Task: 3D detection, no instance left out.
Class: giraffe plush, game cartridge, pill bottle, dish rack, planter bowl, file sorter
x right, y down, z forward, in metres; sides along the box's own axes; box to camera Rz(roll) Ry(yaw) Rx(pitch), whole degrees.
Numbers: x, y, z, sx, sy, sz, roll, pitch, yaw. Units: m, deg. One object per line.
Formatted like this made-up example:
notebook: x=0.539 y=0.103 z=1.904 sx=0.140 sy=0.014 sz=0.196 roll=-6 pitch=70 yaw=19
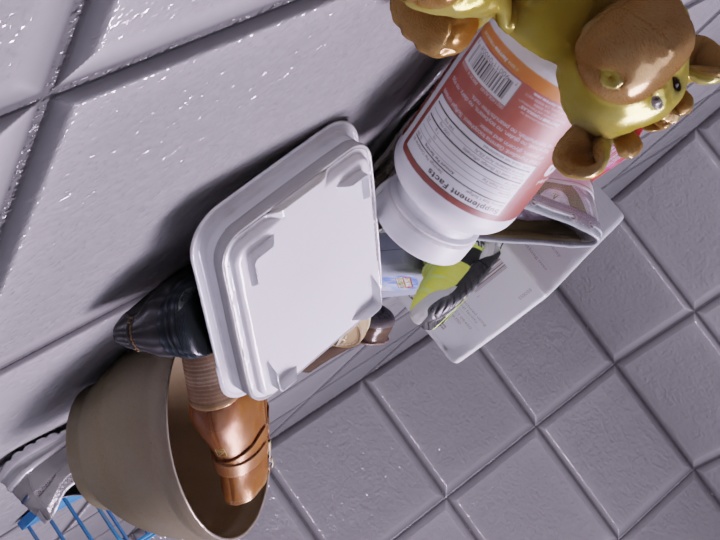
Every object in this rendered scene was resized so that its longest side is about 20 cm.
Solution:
giraffe plush: x=0.127 y=-0.146 z=0.713 sx=0.172 sy=0.162 sz=0.200 roll=-39 pitch=171 yaw=17
game cartridge: x=0.000 y=0.000 z=1.169 sx=0.133 sy=0.042 sz=0.200 roll=-2 pitch=171 yaw=5
pill bottle: x=0.096 y=-0.101 z=0.924 sx=0.112 sy=0.112 sz=0.200 roll=-26 pitch=157 yaw=-52
dish rack: x=-0.042 y=0.003 z=0.925 sx=0.172 sy=0.043 sz=0.200 roll=-38 pitch=143 yaw=-28
planter bowl: x=-0.187 y=0.156 z=1.131 sx=0.134 sy=0.201 sz=0.200 roll=-11 pitch=-179 yaw=19
file sorter: x=-0.322 y=0.309 z=1.596 sx=0.200 sy=0.123 sz=0.139 roll=-41 pitch=170 yaw=34

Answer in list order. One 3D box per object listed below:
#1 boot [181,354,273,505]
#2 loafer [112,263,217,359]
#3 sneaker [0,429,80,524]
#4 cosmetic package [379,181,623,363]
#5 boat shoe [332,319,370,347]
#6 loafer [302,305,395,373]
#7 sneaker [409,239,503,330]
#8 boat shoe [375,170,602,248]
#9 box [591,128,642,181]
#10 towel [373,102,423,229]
boot: x=-0.105 y=0.102 z=1.100 sx=0.073 sy=0.155 sz=0.200 roll=-4 pitch=-159 yaw=19
loafer: x=-0.129 y=0.019 z=0.990 sx=0.072 sy=0.073 sz=0.200 roll=-5 pitch=-171 yaw=19
sneaker: x=-0.276 y=0.195 z=1.266 sx=0.200 sy=0.082 sz=0.075 roll=-30 pitch=170 yaw=-40
cosmetic package: x=0.145 y=-0.040 z=1.330 sx=0.200 sy=0.167 sz=0.166 roll=-38 pitch=176 yaw=-45
boat shoe: x=-0.039 y=0.037 z=1.070 sx=0.072 sy=0.065 sz=0.200 roll=-7 pitch=156 yaw=13
loafer: x=-0.044 y=0.070 z=1.266 sx=0.200 sy=0.071 sz=0.073 roll=-2 pitch=-177 yaw=43
sneaker: x=0.088 y=-0.025 z=1.114 sx=0.200 sy=0.076 sz=0.075 roll=-54 pitch=-178 yaw=-39
boat shoe: x=0.109 y=-0.051 z=1.049 sx=0.201 sy=0.065 sz=0.075 roll=2 pitch=144 yaw=-14
box: x=0.190 y=-0.141 z=1.097 sx=0.100 sy=0.095 sz=0.200 roll=-60 pitch=-177 yaw=-13
towel: x=0.064 y=-0.110 z=1.091 sx=0.132 sy=0.034 sz=0.200 roll=-26 pitch=161 yaw=-52
